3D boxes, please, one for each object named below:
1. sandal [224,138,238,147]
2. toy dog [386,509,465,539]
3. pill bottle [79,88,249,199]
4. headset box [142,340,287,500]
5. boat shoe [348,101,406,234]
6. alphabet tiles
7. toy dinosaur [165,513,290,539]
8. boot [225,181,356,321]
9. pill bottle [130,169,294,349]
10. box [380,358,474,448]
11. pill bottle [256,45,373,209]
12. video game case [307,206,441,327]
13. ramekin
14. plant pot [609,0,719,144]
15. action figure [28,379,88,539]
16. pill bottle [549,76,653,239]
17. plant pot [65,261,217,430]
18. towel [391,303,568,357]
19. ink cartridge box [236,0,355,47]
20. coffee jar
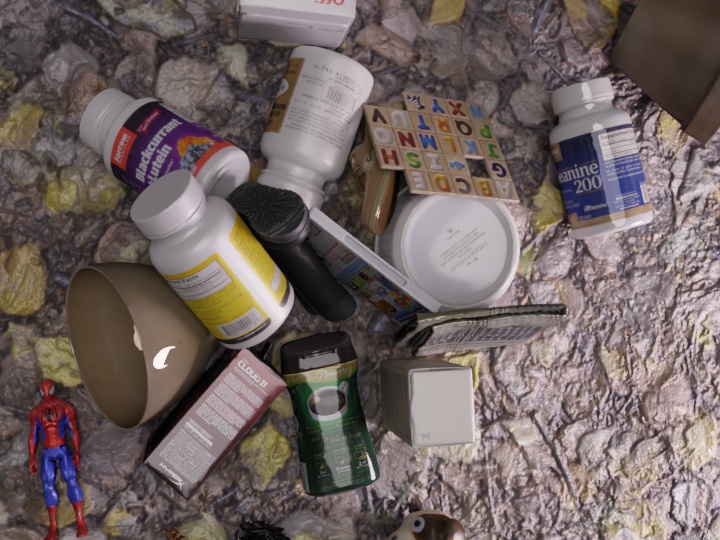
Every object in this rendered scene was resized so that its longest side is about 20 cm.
[{"bbox_3d":[-0.189,-0.074,1.191,0.079,0.054,0.203,5,88,-8],"label":"sandal"},{"bbox_3d":[0.095,0.413,1.187,0.192,0.139,0.202,-10,91,-22],"label":"toy dog"},{"bbox_3d":[-0.246,-0.144,1.136,0.199,0.111,0.112,31,84,16],"label":"pill bottle"},{"bbox_3d":[-0.174,0.169,1.141,0.075,0.149,0.200,42,84,-9],"label":"headset box"},{"bbox_3d":[0.019,-0.135,1.196,0.064,0.072,0.202,6,57,9],"label":"boat shoe"},{"bbox_3d":[0.101,-0.164,1.186,0.198,0.008,0.169,3,56,-28],"label":"alphabet tiles"},{"bbox_3d":[-0.160,0.396,1.173,0.199,0.102,0.136,34,101,-28],"label":"toy dinosaur"},{"bbox_3d":[-0.067,-0.007,1.117,0.065,0.165,0.201,-38,124,-11],"label":"boot"},{"bbox_3d":[-0.170,-0.014,1.046,0.111,0.111,0.201,-39,124,-7],"label":"pill bottle"},{"bbox_3d":[0.079,0.162,1.153,0.077,0.200,0.096,-2,89,-9],"label":"box"},{"bbox_3d":[-0.066,-0.174,1.181,0.113,0.114,0.202,19,86,-8],"label":"pill bottle"},{"bbox_3d":[0.000,0.000,1.174,0.199,0.143,0.018,38,73,-6],"label":"video game case"},{"bbox_3d":[0.119,-0.029,1.217,0.200,0.094,0.205,0,88,-8],"label":"ramekin"},{"bbox_3d":[0.441,-0.300,1.236,0.173,0.200,0.201,30,85,9],"label":"plant pot"},{"bbox_3d":[-0.384,0.238,1.162,0.065,0.052,0.202,-8,88,-5],"label":"action figure"},{"bbox_3d":[0.319,-0.151,1.240,0.110,0.111,0.202,-14,91,-8],"label":"pill bottle"},{"bbox_3d":[-0.255,0.076,1.127,0.134,0.199,0.202,-18,92,-40],"label":"plant pot"},{"bbox_3d":[0.145,0.079,1.172,0.198,0.193,0.035,-3,78,-8],"label":"towel"},{"bbox_3d":[-0.081,-0.406,1.167,0.145,0.146,0.203,4,88,-9],"label":"ink cartridge box"},{"bbox_3d":[-0.042,0.183,1.193,0.103,0.085,0.202,-11,91,-7],"label":"coffee jar"}]
